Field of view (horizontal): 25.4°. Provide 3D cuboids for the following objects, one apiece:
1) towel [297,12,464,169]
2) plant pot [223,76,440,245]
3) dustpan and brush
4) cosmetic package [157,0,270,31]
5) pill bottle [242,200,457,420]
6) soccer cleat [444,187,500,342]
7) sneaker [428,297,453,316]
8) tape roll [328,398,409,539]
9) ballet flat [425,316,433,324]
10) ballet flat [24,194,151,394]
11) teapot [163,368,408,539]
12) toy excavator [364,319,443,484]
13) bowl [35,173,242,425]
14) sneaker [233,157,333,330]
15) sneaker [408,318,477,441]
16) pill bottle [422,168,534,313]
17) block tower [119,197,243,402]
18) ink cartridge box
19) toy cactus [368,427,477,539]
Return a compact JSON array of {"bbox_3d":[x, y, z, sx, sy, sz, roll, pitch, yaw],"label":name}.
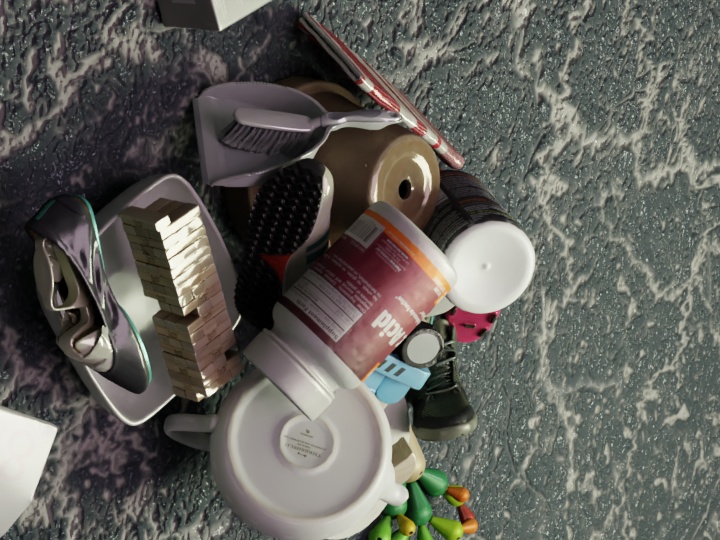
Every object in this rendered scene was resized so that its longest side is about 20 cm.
[{"bbox_3d":[0.022,-0.191,1.721,0.023,0.144,0.200,-47,137,8],"label":"towel"},{"bbox_3d":[-0.014,-0.096,1.674,0.200,0.174,0.201,-16,111,-46],"label":"plant pot"},{"bbox_3d":[-0.059,-0.141,1.578,0.199,0.140,0.057,3,135,-16],"label":"dustpan and brush"},{"bbox_3d":[-0.111,-0.324,1.577,0.200,0.090,0.107,-38,126,-39],"label":"cosmetic package"},{"bbox_3d":[-0.011,0.041,1.541,0.200,0.114,0.114,-46,133,-5],"label":"pill bottle"},{"bbox_3d":[0.142,-0.009,1.952,0.069,0.087,0.201,3,122,-7],"label":"soccer cleat"},{"bbox_3d":[0.000,0.000,1.779,0.199,0.116,0.074,-3,136,-19],"label":"sneaker"},{"bbox_3d":[-0.034,0.197,1.802,0.202,0.071,0.204,-15,111,-45],"label":"tape roll"},{"bbox_3d":[0.059,0.040,1.846,0.071,0.069,0.201,29,59,-8],"label":"ballet flat"},{"bbox_3d":[-0.247,0.032,1.414,0.073,0.073,0.201,-34,117,-38],"label":"ballet flat"},{"bbox_3d":[-0.070,0.189,1.635,0.197,0.146,0.201,-29,81,-19],"label":"teapot"},{"bbox_3d":[0.012,0.122,1.716,0.194,0.100,0.200,27,106,-29],"label":"toy excavator"},{"bbox_3d":[-0.220,0.023,1.549,0.200,0.074,0.201,-47,130,-30],"label":"bowl"},{"bbox_3d":[-0.062,-0.036,1.581,0.093,0.070,0.200,-36,152,-51],"label":"sneaker"},{"bbox_3d":[0.086,0.127,1.857,0.076,0.200,0.115,-12,105,1],"label":"sneaker"},{"bbox_3d":[0.106,-0.042,1.708,0.106,0.200,0.107,-6,116,-13],"label":"pill bottle"},{"bbox_3d":[-0.166,0.026,1.514,0.058,0.054,0.201,-38,127,-37],"label":"block tower"},{"bbox_3d":[-0.377,0.211,1.441,0.162,0.057,0.201,28,74,-48],"label":"ink cartridge box"},{"bbox_3d":[0.060,0.269,1.929,0.199,0.102,0.166,-14,91,-43],"label":"toy cactus"}]
